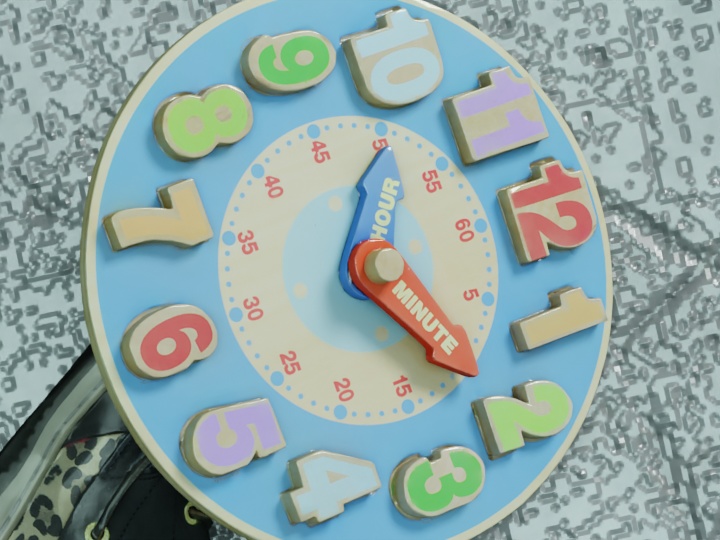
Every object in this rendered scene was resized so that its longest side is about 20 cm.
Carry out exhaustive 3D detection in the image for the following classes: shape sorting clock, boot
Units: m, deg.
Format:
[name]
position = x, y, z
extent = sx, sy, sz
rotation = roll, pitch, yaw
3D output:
[shape sorting clock]
position = 0.000, 0.000, 0.990
extent = 0.200, 0.039, 0.200
rotation = 5, 79, -29
[boot]
position = -0.056, 0.100, 1.012
extent = 0.154, 0.073, 0.204
rotation = 39, 83, -5
